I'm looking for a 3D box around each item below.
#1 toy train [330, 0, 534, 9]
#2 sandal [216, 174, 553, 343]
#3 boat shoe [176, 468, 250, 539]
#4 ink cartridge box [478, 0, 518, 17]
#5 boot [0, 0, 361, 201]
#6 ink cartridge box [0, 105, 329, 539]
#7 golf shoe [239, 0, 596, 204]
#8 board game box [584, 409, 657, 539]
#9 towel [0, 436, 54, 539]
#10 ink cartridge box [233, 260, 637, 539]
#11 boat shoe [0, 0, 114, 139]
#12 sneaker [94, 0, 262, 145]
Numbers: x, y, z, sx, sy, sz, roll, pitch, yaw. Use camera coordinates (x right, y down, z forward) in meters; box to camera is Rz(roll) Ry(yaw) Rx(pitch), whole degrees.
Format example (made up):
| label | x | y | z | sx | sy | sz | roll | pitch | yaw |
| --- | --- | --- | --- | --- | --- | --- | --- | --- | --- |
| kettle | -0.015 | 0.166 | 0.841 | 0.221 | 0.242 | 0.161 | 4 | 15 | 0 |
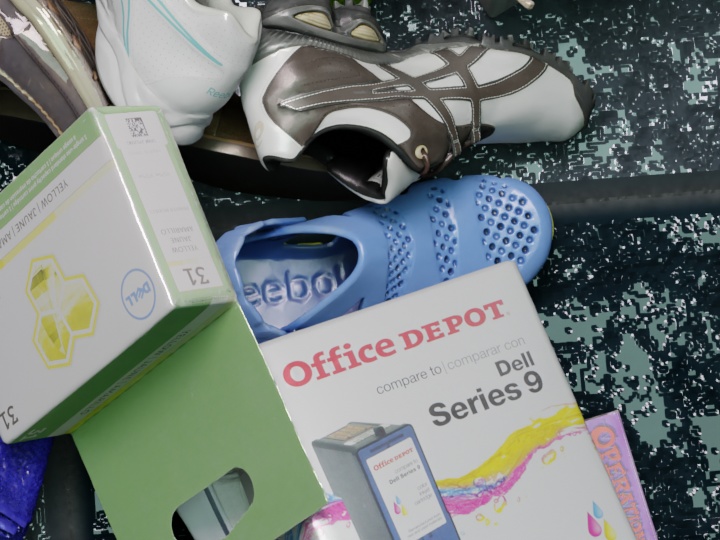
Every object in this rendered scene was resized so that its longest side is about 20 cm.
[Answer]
| label | x | y | z | sx | sy | sz | roll | pitch | yaw |
| --- | --- | --- | --- | --- | --- | --- | --- | --- | --- |
| toy train | -0.005 | -0.156 | 1.212 | 0.200 | 0.116 | 0.085 | 37 | 73 | 11 |
| sandal | 0.000 | 0.000 | 1.218 | 0.200 | 0.087 | 0.080 | -16 | 81 | -5 |
| boat shoe | -0.040 | 0.115 | 1.206 | 0.086 | 0.075 | 0.202 | -29 | 87 | -5 |
| ink cartridge box | 0.099 | -0.198 | 1.189 | 0.116 | 0.200 | 0.067 | -32 | 84 | -6 |
| boot | -0.082 | -0.084 | 1.238 | 0.200 | 0.074 | 0.076 | 14 | 73 | 3 |
| ink cartridge box | -0.109 | 0.046 | 1.130 | 0.048 | 0.146 | 0.200 | -5 | 66 | -45 |
| golf shoe | 0.026 | -0.071 | 1.204 | 0.200 | 0.078 | 0.095 | 9 | 69 | -28 |
| board game box | 0.099 | 0.181 | 1.223 | 0.120 | 0.032 | 0.200 | -16 | 83 | 1 |
| towel | -0.233 | 0.045 | 1.181 | 0.200 | 0.050 | 0.148 | 21 | 69 | -21 |
| ink cartridge box | 0.036 | 0.115 | 1.144 | 0.145 | 0.088 | 0.200 | -17 | 74 | -20 |
| boat shoe | -0.185 | -0.122 | 1.180 | 0.073 | 0.074 | 0.200 | -36 | 89 | 3 |
| sneaker | -0.104 | -0.160 | 1.165 | 0.080 | 0.070 | 0.200 | -42 | 70 | 34 |
